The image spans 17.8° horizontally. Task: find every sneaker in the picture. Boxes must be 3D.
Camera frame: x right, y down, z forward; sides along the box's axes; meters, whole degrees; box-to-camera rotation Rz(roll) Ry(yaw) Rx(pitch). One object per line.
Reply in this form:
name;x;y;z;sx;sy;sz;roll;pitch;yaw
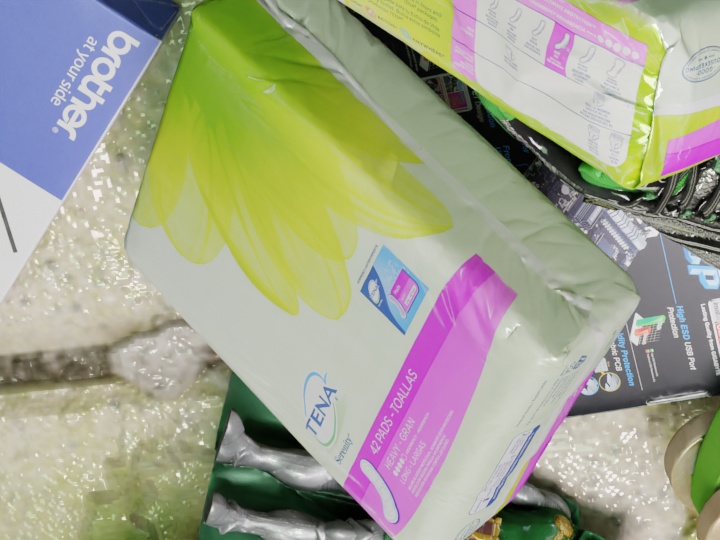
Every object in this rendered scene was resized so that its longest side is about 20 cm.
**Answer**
sneaker;0.120;-0.039;0.883;0.199;0.085;0.078;29;117;-7

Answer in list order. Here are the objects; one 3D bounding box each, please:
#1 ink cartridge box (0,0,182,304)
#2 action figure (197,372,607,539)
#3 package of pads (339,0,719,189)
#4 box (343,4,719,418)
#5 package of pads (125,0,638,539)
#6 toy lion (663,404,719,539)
ink cartridge box;-0.168;-0.056;1.003;0.094;0.044;0.201;32;117;-7
action figure;0.030;0.115;1.029;0.198;0.119;0.055;14;152;-7
package of pads;0.084;-0.113;0.816;0.200;0.154;0.069;38;135;38
box;0.080;-0.034;0.967;0.158;0.046;0.201;-10;114;15
package of pads;0.000;0.000;0.911;0.200;0.068;0.155;46;142;16
toy lion;0.254;0.059;0.954;0.199;0.069;0.193;19;116;-21
